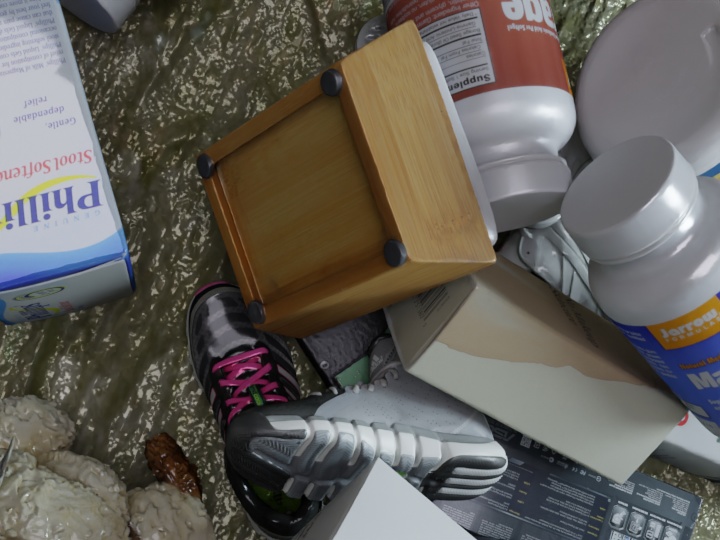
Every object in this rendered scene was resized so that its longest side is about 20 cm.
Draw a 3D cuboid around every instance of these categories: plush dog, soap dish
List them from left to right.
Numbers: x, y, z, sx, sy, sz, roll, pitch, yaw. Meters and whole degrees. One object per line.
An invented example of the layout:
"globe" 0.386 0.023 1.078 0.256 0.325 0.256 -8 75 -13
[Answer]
"plush dog" -0.173 0.189 0.785 0.171 0.160 0.201 12 79 -31
"soap dish" -0.017 -0.049 0.768 0.081 0.200 0.158 -15 84 -43

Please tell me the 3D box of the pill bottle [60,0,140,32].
"pill bottle" -0.152 -0.276 0.857 0.111 0.111 0.200 35 78 -3

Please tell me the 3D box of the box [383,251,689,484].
"box" 0.120 0.060 0.816 0.200 0.095 0.078 29 111 -26

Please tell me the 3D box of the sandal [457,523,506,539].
"sandal" 0.075 0.209 0.810 0.200 0.043 0.076 26 80 -6

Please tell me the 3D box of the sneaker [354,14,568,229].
"sneaker" 0.074 -0.104 0.882 0.078 0.079 0.200 -42 82 -17

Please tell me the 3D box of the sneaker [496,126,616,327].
"sneaker" 0.146 -0.036 0.894 0.099 0.078 0.201 -12 82 -6

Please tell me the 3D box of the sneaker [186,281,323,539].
"sneaker" -0.070 0.100 0.830 0.074 0.087 0.201 -16 85 -11

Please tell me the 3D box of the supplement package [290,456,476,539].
"supplement package" -0.017 0.241 0.752 0.121 0.200 0.120 40 34 -2

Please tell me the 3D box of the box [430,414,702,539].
"box" 0.135 0.206 0.869 0.199 0.051 0.158 22 79 -7

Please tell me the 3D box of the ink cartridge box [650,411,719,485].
"ink cartridge box" 0.311 0.097 0.897 0.199 0.084 0.146 22 79 -5

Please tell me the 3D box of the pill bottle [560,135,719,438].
"pill bottle" 0.217 0.012 0.754 0.200 0.112 0.112 45 77 -26

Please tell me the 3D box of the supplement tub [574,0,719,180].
"supplement tub" 0.263 -0.101 0.849 0.200 0.144 0.145 24 76 -43

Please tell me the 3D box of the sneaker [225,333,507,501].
"sneaker" -0.002 0.092 0.800 0.199 0.075 0.116 12 45 -25

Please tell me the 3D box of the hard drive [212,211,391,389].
"hard drive" 0.000 0.000 0.882 0.140 0.038 0.200 -34 88 -12

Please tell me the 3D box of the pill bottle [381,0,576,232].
"pill bottle" 0.082 -0.132 0.793 0.112 0.112 0.201 -9 77 -11

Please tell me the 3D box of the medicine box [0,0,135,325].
"medicine box" -0.225 -0.076 0.780 0.103 0.182 0.201 -16 85 -11
